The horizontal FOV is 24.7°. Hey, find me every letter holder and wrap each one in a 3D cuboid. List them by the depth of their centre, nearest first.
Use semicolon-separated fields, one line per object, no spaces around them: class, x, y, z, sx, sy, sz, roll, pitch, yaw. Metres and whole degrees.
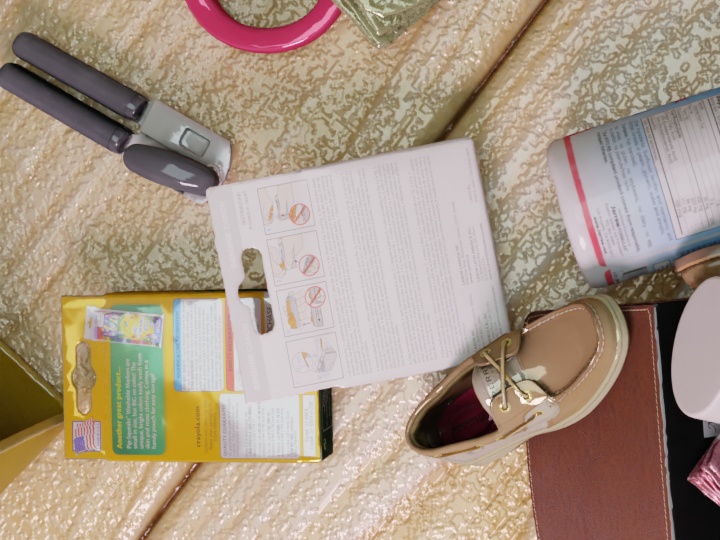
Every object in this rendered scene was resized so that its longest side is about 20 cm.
letter holder;0.197;0.123;1.158;0.142;0.100;0.202;-6;88;52

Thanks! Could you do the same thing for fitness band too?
fitness band;-0.065;-0.262;1.222;0.142;0.037;0.202;5;92;13

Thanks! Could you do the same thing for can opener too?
can opener;-0.187;-0.116;1.231;0.199;0.067;0.054;30;96;7

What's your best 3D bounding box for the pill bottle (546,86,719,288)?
pill bottle;0.237;-0.066;1.136;0.198;0.109;0.110;-17;89;10

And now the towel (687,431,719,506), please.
towel;0.326;0.115;1.112;0.144;0.023;0.200;39;60;6

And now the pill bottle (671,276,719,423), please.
pill bottle;0.307;0.068;1.048;0.198;0.120;0.121;12;94;-13

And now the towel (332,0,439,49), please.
towel;0.042;-0.272;1.176;0.199;0.036;0.149;-39;95;-1

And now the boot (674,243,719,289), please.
boot;0.308;0.012;1.112;0.198;0.074;0.076;1;81;-15

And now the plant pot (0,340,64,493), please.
plant pot;-0.372;0.130;1.217;0.195;0.194;0.200;42;103;6

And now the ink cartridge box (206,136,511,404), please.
ink cartridge box;0.000;0.000;1.191;0.198;0.050;0.163;-11;91;-2

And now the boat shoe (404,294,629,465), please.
boat shoe;0.105;0.082;1.138;0.200;0.066;0.075;-46;56;41

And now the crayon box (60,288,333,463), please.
crayon box;-0.122;0.078;1.235;0.198;0.052;0.127;-1;92;9
